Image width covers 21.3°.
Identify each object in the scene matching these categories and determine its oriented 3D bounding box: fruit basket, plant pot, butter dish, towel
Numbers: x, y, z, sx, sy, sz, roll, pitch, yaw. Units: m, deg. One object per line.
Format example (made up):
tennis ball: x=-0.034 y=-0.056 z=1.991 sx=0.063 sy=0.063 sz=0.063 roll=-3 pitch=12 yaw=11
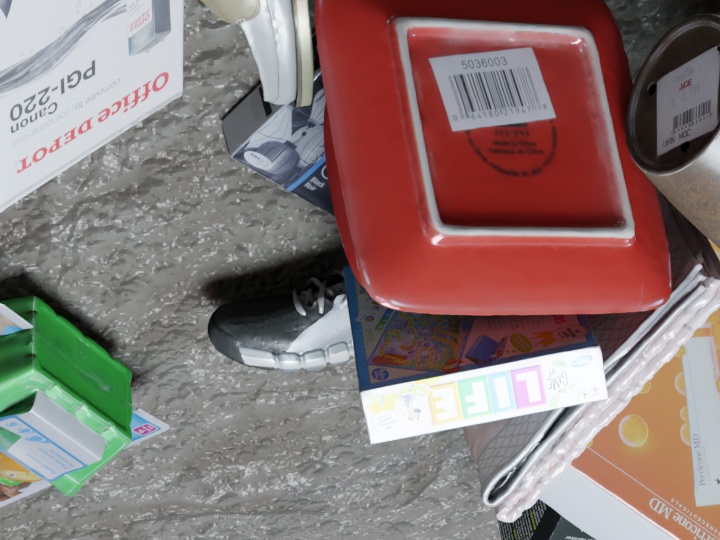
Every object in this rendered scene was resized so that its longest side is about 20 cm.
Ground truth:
fruit basket: x=-0.256 y=0.106 z=1.252 sx=0.200 sy=0.094 sz=0.185 roll=-29 pitch=137 yaw=16
plant pot: x=0.255 y=-0.066 z=1.079 sx=0.200 sy=0.187 sz=0.187 roll=19 pitch=126 yaw=-30
butter dish: x=0.054 y=-0.053 z=1.093 sx=0.200 sy=0.200 sz=0.148 roll=-1 pitch=161 yaw=-26
towel: x=0.133 y=0.041 z=1.170 sx=0.032 sy=0.191 sz=0.200 roll=38 pitch=103 yaw=-14

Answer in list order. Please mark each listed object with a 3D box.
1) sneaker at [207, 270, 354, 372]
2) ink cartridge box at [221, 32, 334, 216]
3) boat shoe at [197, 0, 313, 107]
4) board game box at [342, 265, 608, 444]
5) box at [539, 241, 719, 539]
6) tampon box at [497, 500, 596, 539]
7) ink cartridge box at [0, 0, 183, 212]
sneaker: x=0.000 y=0.000 z=1.256 sx=0.199 sy=0.075 sz=0.116 roll=-2 pitch=121 yaw=-15
ink cartridge box: x=0.019 y=-0.120 z=1.149 sx=0.099 sy=0.039 sz=0.200 roll=28 pitch=120 yaw=-38
boat shoe: x=-0.067 y=-0.175 z=1.044 sx=0.068 sy=0.075 sz=0.200 roll=-11 pitch=128 yaw=-3
board game box: x=0.062 y=0.034 z=1.128 sx=0.134 sy=0.200 sz=0.034 roll=-11 pitch=110 yaw=1
box: x=0.202 y=0.076 z=1.205 sx=0.124 sy=0.200 sz=0.097 roll=34 pitch=161 yaw=-7
tampon box: x=0.199 y=0.137 z=1.366 sx=0.150 sy=0.126 sz=0.200 roll=7 pitch=133 yaw=-15
ink cartridge box: x=-0.166 y=-0.150 z=0.976 sx=0.146 sy=0.085 sz=0.200 roll=-38 pitch=151 yaw=-34
